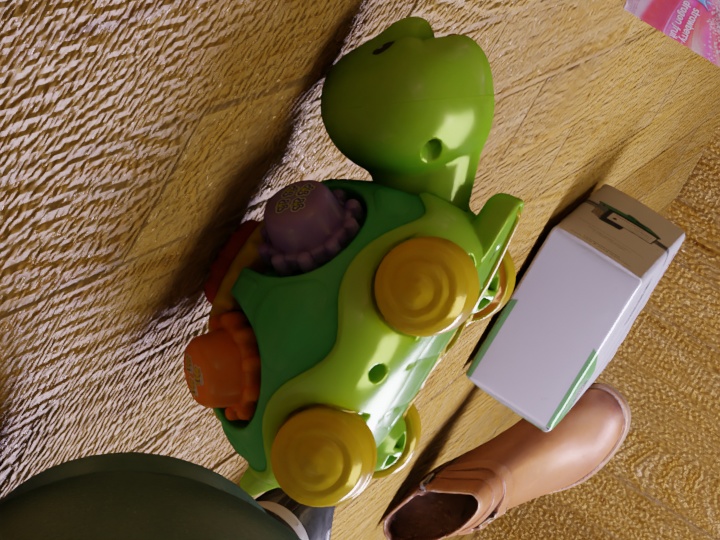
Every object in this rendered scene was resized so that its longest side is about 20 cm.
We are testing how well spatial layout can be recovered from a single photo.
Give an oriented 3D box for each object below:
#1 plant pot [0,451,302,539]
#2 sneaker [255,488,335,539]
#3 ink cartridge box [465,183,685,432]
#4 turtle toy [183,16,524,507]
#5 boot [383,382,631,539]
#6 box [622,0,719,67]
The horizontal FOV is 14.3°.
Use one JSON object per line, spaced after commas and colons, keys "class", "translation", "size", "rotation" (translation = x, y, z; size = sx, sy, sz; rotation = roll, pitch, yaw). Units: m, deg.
{"class": "plant pot", "translation": [-0.080, 0.147, 0.984], "size": [0.134, 0.200, 0.201], "rotation": [-97, -150, -57]}
{"class": "sneaker", "translation": [-0.059, 0.189, 1.585], "size": [0.090, 0.066, 0.200], "rotation": [-43, 161, -53]}
{"class": "ink cartridge box", "translation": [0.172, 0.026, 2.264], "size": [0.146, 0.084, 0.200], "rotation": [-60, 173, 18]}
{"class": "turtle toy", "translation": [0.000, 0.000, 1.127], "size": [0.200, 0.101, 0.146], "rotation": [-60, 172, 7]}
{"class": "boot", "translation": [0.118, 0.164, 2.310], "size": [0.200, 0.074, 0.155], "rotation": [-35, 173, 21]}
{"class": "box", "translation": [0.246, -0.220, 1.759], "size": [0.095, 0.103, 0.200], "rotation": [-53, 171, -30]}
